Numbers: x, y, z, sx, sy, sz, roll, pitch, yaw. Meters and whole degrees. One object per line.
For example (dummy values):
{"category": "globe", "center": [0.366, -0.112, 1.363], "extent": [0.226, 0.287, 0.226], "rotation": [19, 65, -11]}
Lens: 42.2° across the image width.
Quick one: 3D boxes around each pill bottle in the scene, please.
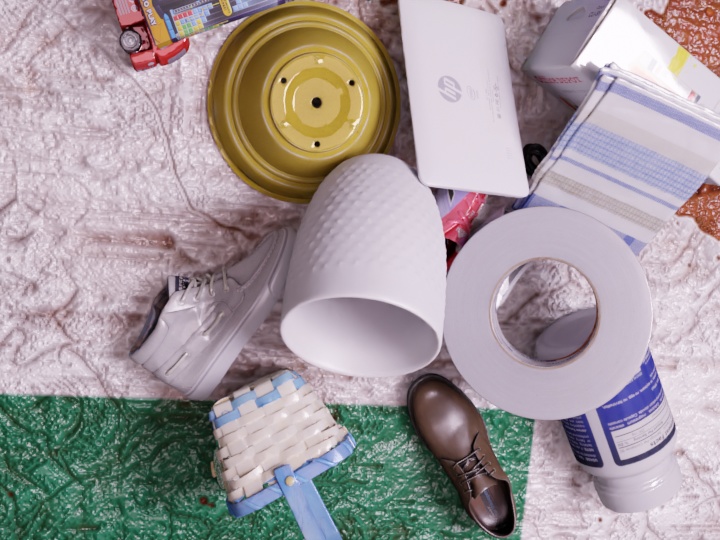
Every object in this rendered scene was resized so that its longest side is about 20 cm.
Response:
{"category": "pill bottle", "center": [0.272, 0.149, 1.004], "extent": [0.115, 0.116, 0.202], "rotation": [-24, 103, -7]}

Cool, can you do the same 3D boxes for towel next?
{"category": "towel", "center": [0.249, -0.096, 0.900], "extent": [0.145, 0.024, 0.201], "rotation": [22, 136, -5]}

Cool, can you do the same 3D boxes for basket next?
{"category": "basket", "center": [-0.065, 0.202, 0.918], "extent": [0.138, 0.176, 0.201], "rotation": [-31, 85, -6]}

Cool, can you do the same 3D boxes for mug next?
{"category": "mug", "center": [0.000, 0.000, 0.888], "extent": [0.146, 0.200, 0.177], "rotation": [15, 56, -13]}

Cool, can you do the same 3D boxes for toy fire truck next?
{"category": "toy fire truck", "center": [-0.180, -0.302, 0.874], "extent": [0.139, 0.049, 0.202], "rotation": [-18, 102, -8]}

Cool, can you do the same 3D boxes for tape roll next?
{"category": "tape roll", "center": [0.180, 0.040, 0.908], "extent": [0.197, 0.066, 0.203], "rotation": [0, 92, 12]}

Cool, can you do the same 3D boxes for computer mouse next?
{"category": "computer mouse", "center": [0.152, -0.029, 0.990], "extent": [0.200, 0.044, 0.110], "rotation": [-46, 102, -4]}

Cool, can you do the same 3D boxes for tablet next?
{"category": "tablet", "center": [0.101, -0.171, 0.911], "extent": [0.129, 0.014, 0.203], "rotation": [4, 70, -29]}

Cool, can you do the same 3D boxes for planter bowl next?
{"category": "planter bowl", "center": [-0.048, -0.163, 0.906], "extent": [0.197, 0.083, 0.203], "rotation": [-2, 99, -11]}

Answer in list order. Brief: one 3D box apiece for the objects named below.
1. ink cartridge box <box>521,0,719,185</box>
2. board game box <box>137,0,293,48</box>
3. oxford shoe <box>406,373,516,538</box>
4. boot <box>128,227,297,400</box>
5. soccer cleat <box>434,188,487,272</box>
{"category": "ink cartridge box", "center": [0.278, -0.179, 0.939], "extent": [0.199, 0.145, 0.084], "rotation": [35, 93, -14]}
{"category": "board game box", "center": [-0.138, -0.320, 0.820], "extent": [0.163, 0.057, 0.202], "rotation": [-20, 103, -2]}
{"category": "oxford shoe", "center": [0.117, 0.198, 0.998], "extent": [0.072, 0.084, 0.201], "rotation": [-33, 102, -3]}
{"category": "boot", "center": [-0.146, 0.027, 0.919], "extent": [0.095, 0.074, 0.201], "rotation": [32, 92, -21]}
{"category": "soccer cleat", "center": [0.100, -0.063, 0.950], "extent": [0.066, 0.076, 0.201], "rotation": [31, 95, -31]}
